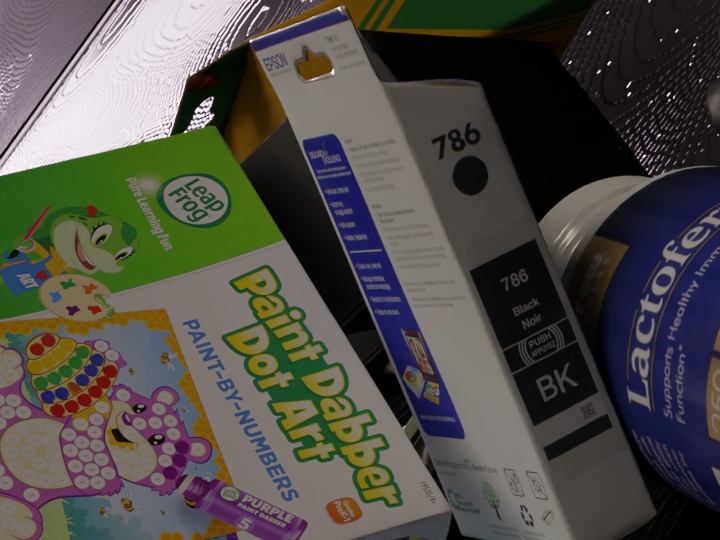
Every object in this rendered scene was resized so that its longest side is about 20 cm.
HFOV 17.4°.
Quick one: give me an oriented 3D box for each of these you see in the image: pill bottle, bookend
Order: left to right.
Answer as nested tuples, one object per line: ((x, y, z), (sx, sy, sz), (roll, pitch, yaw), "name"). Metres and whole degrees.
((0.000, 0.000, 0.982), (0.199, 0.092, 0.200), (-42, -14, 21), "bookend")
((0.135, 0.026, 0.804), (0.116, 0.116, 0.200), (-56, 23, -6), "pill bottle")

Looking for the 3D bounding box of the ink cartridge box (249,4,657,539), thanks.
((0.031, 0.000, 0.813), (0.039, 0.201, 0.099), (-27, 9, -19), "ink cartridge box")

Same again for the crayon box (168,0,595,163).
((0.007, -0.082, 1.048), (0.200, 0.051, 0.127), (-29, -14, -21), "crayon box")

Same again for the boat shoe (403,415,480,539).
((0.031, 0.095, 0.975), (0.202, 0.063, 0.074), (-50, -14, -23), "boat shoe")

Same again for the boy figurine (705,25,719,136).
((0.222, -0.110, 0.892), (0.200, 0.064, 0.125), (-30, 33, 41), "boy figurine")

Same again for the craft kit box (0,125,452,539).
((-0.100, 0.048, 0.812), (0.200, 0.197, 0.049), (57, 147, 35), "craft kit box")
